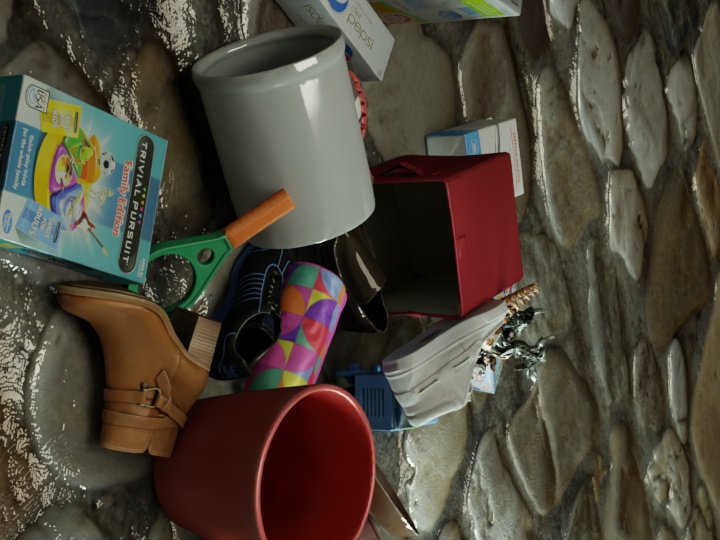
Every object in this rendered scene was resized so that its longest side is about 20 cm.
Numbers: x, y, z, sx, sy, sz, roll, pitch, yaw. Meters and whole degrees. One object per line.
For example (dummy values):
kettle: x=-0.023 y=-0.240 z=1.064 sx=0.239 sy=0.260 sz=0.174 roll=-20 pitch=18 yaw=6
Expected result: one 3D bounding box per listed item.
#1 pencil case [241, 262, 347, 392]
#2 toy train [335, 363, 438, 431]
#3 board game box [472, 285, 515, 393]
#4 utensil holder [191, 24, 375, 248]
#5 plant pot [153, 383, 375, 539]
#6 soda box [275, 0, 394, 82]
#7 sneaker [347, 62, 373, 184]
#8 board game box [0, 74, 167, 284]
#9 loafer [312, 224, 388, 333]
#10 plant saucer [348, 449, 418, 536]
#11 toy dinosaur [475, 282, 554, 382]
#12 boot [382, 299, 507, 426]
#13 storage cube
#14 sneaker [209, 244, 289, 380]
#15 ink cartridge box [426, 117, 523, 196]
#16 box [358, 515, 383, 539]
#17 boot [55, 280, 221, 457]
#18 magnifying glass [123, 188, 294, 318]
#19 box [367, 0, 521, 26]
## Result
pencil case: x=-0.076 y=0.093 z=1.549 sx=0.088 sy=0.088 sz=0.201 roll=42 pitch=57 yaw=-48
toy train: x=0.047 y=0.163 z=1.707 sx=0.199 sy=0.113 sz=0.088 roll=3 pitch=88 yaw=-56
board game box: x=0.179 y=0.040 z=1.899 sx=0.200 sy=0.061 sz=0.201 roll=70 pitch=35 yaw=-59
utensil holder: x=-0.080 y=-0.147 z=1.469 sx=0.170 sy=0.169 sz=0.202 roll=-43 pitch=128 yaw=-47
plant pot: x=-0.109 y=0.213 z=1.412 sx=0.200 sy=0.176 sz=0.202 roll=-1 pitch=91 yaw=-52
soda box: x=-0.036 y=-0.314 z=1.619 sx=0.200 sy=0.063 sz=0.069 roll=48 pitch=53 yaw=-47
sneaker: x=-0.038 y=-0.162 z=1.610 sx=0.097 sy=0.070 sz=0.202 roll=-7 pitch=93 yaw=-49
board game box: x=-0.276 y=-0.082 z=1.278 sx=0.199 sy=0.047 sz=0.152 roll=22 pitch=73 yaw=-54
loafer: x=0.000 y=0.000 z=1.616 sx=0.073 sy=0.071 sz=0.201 roll=-51 pitch=144 yaw=-30
plant saucer: x=0.000 y=0.231 z=1.546 sx=0.034 sy=0.200 sz=0.201 roll=-35 pitch=130 yaw=-2
toy dinosaur: x=0.175 y=0.087 z=1.748 sx=0.135 sy=0.200 sz=0.103 roll=11 pitch=70 yaw=-28
boot: x=0.116 y=0.114 z=1.639 sx=0.199 sy=0.073 sz=0.096 roll=-28 pitch=101 yaw=-31
storage cube: x=0.092 y=-0.052 z=1.719 sx=0.179 sy=0.170 sz=0.202 roll=-26 pitch=112 yaw=-53
sneaker: x=-0.114 y=0.043 z=1.495 sx=0.070 sy=0.077 sz=0.201 roll=57 pitch=46 yaw=-39
ink cartridge box: x=0.178 y=-0.156 z=1.938 sx=0.200 sy=0.066 sz=0.117 roll=-24 pitch=110 yaw=-53
box: x=-0.008 y=0.321 z=1.566 sx=0.060 sy=0.200 sz=0.117 roll=-25 pitch=119 yaw=-6
boot: x=-0.235 y=0.100 z=1.328 sx=0.199 sy=0.073 sz=0.156 roll=23 pitch=87 yaw=-38
magnifying glass: x=-0.156 y=-0.021 z=1.387 sx=0.199 sy=0.022 sz=0.080 roll=-34 pitch=124 yaw=-8
box: x=0.096 y=-0.380 z=1.694 sx=0.112 sy=0.199 sz=0.102 roll=14 pitch=80 yaw=-57
